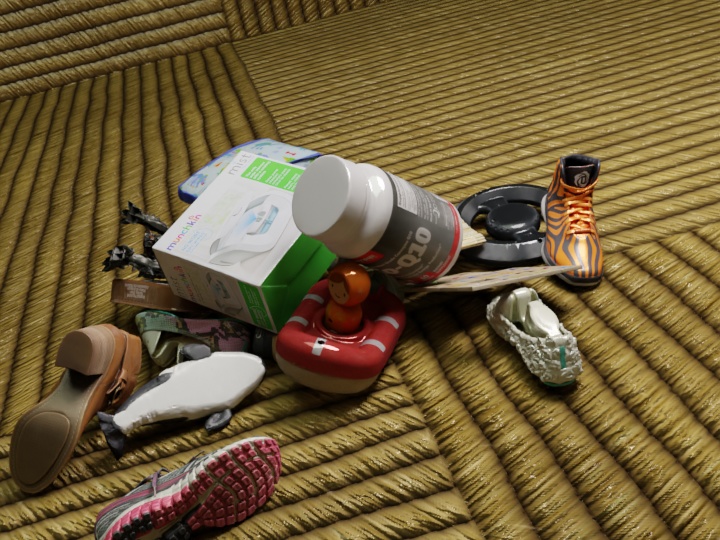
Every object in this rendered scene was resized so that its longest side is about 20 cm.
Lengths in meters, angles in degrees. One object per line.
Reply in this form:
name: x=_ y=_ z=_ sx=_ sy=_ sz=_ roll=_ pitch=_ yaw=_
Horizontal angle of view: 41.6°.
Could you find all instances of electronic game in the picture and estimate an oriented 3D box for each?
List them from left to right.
electronic game: x=0.219 y=-0.067 z=1.363 sx=0.198 sy=0.042 sz=0.201 roll=-7 pitch=34 yaw=5

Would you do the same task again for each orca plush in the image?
orca plush: x=-0.206 y=0.160 z=1.123 sx=0.200 sy=0.071 sz=0.105 roll=-37 pitch=78 yaw=-22

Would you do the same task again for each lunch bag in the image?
lunch bag: x=-0.183 y=-0.138 z=1.600 sx=0.199 sy=0.128 sz=0.170 roll=-20 pitch=25 yaw=-36

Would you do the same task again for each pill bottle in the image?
pill bottle: x=0.021 y=-0.059 z=1.130 sx=0.199 sy=0.115 sz=0.114 roll=19 pitch=-1 yaw=-44

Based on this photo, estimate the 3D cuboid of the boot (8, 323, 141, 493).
boot: x=-0.323 y=0.160 z=1.116 sx=0.073 sy=0.201 sz=0.155 roll=26 pitch=0 yaw=10

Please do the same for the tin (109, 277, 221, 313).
tin: x=-0.271 y=0.034 z=1.333 sx=0.199 sy=0.042 sz=0.112 roll=5 pitch=5 yaw=43

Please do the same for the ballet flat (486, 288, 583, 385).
ballet flat: x=0.198 y=0.058 z=1.084 sx=0.071 sy=0.072 sz=0.200 roll=-17 pitch=26 yaw=-8

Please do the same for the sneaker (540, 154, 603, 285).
sneaker: x=0.278 y=-0.078 z=1.239 sx=0.077 sy=0.113 sz=0.201 roll=0 pitch=43 yaw=-4

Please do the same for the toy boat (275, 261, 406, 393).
toy boat: x=-0.019 y=0.050 z=1.119 sx=0.130 sy=0.131 sz=0.200 roll=15 pitch=33 yaw=12

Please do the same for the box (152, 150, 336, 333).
box: x=-0.131 y=-0.041 z=1.222 sx=0.176 sy=0.097 sz=0.200 roll=19 pitch=55 yaw=28

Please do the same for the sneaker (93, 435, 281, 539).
sneaker: x=-0.171 y=0.217 z=0.940 sx=0.199 sy=0.081 sz=0.075 roll=-25 pitch=26 yaw=-21

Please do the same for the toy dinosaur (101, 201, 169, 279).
toy dinosaur: x=-0.280 y=-0.030 z=1.349 sx=0.200 sy=0.135 sz=0.103 roll=-35 pitch=39 yaw=43

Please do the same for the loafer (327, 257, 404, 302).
loafer: x=0.000 y=0.000 z=1.304 sx=0.070 sy=0.070 sz=0.200 roll=15 pitch=19 yaw=-44

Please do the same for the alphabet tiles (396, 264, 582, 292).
alphabet tiles: x=0.148 y=0.011 z=1.187 sx=0.166 sy=0.008 sz=0.200 roll=-10 pitch=4 yaw=-29

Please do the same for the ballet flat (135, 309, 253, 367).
ballet flat: x=-0.231 y=0.094 z=1.243 sx=0.199 sy=0.069 sz=0.071 roll=4 pitch=57 yaw=31

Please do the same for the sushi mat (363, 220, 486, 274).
sushi mat: x=0.066 y=-0.042 z=1.283 sx=0.199 sy=0.012 sz=0.096 roll=-15 pitch=36 yaw=-26

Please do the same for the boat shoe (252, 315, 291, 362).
boat shoe: x=-0.110 y=0.051 z=1.250 sx=0.062 sy=0.075 sz=0.200 roll=-5 pitch=32 yaw=2
